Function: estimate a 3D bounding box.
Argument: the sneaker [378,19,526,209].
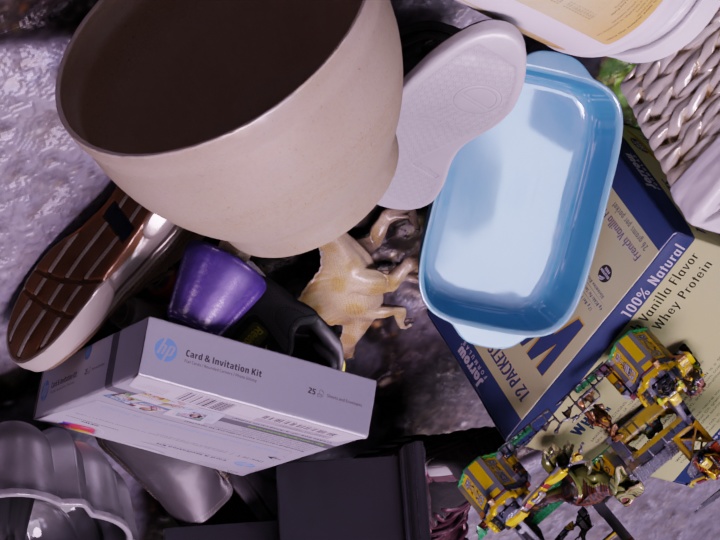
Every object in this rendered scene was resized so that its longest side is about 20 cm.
[{"bbox_3d":[0.049,-0.126,1.647,0.070,0.100,0.200,12,151,-14],"label":"sneaker"}]

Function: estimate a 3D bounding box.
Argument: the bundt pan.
[{"bbox_3d":[-0.242,0.162,1.763,0.201,0.076,0.202,-3,147,-2],"label":"bundt pan"}]

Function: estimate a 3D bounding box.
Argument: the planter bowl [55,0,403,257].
[{"bbox_3d":[-0.057,-0.093,1.540,0.200,0.200,0.135,-32,129,0],"label":"planter bowl"}]

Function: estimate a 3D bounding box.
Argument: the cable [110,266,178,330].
[{"bbox_3d":[-0.102,0.040,1.805,0.097,0.050,0.200,-58,148,4],"label":"cable"}]

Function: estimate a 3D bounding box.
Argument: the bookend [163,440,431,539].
[{"bbox_3d":[-0.051,0.207,1.803,0.198,0.092,0.200,-3,147,-2],"label":"bookend"}]

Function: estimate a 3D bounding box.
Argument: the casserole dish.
[{"bbox_3d":[0.101,-0.049,1.771,0.121,0.039,0.201,11,99,-19],"label":"casserole dish"}]

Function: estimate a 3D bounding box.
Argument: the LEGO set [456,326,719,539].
[{"bbox_3d":[0.176,0.148,1.785,0.200,0.116,0.154,-35,144,-6],"label":"LEGO set"}]

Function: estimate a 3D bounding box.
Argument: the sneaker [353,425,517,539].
[{"bbox_3d":[0.068,0.176,1.901,0.075,0.200,0.116,-19,94,-22],"label":"sneaker"}]

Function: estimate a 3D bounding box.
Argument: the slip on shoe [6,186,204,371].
[{"bbox_3d":[-0.145,-0.010,1.688,0.060,0.076,0.200,28,105,-39],"label":"slip on shoe"}]

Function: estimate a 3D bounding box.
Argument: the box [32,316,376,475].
[{"bbox_3d":[-0.101,0.083,1.687,0.155,0.041,0.200,17,162,-21],"label":"box"}]

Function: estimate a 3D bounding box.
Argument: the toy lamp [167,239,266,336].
[{"bbox_3d":[-0.056,-0.049,1.642,0.058,0.058,0.201,43,71,-49],"label":"toy lamp"}]

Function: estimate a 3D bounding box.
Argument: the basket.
[{"bbox_3d":[0.278,-0.129,1.694,0.135,0.124,0.200,10,129,-45],"label":"basket"}]

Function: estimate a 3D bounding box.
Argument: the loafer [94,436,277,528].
[{"bbox_3d":[-0.113,0.143,1.846,0.073,0.073,0.200,-23,145,30],"label":"loafer"}]

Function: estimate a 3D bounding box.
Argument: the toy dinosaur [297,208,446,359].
[{"bbox_3d":[0.000,0.000,1.798,0.101,0.058,0.200,-23,139,-8],"label":"toy dinosaur"}]

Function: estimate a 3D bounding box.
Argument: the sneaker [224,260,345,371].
[{"bbox_3d":[-0.047,0.071,1.780,0.075,0.084,0.200,-52,147,-13],"label":"sneaker"}]

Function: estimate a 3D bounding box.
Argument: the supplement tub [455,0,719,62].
[{"bbox_3d":[0.117,-0.211,1.591,0.200,0.145,0.145,20,118,-43],"label":"supplement tub"}]

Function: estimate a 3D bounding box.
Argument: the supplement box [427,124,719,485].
[{"bbox_3d":[0.196,0.023,1.884,0.199,0.134,0.200,15,121,-41],"label":"supplement box"}]
